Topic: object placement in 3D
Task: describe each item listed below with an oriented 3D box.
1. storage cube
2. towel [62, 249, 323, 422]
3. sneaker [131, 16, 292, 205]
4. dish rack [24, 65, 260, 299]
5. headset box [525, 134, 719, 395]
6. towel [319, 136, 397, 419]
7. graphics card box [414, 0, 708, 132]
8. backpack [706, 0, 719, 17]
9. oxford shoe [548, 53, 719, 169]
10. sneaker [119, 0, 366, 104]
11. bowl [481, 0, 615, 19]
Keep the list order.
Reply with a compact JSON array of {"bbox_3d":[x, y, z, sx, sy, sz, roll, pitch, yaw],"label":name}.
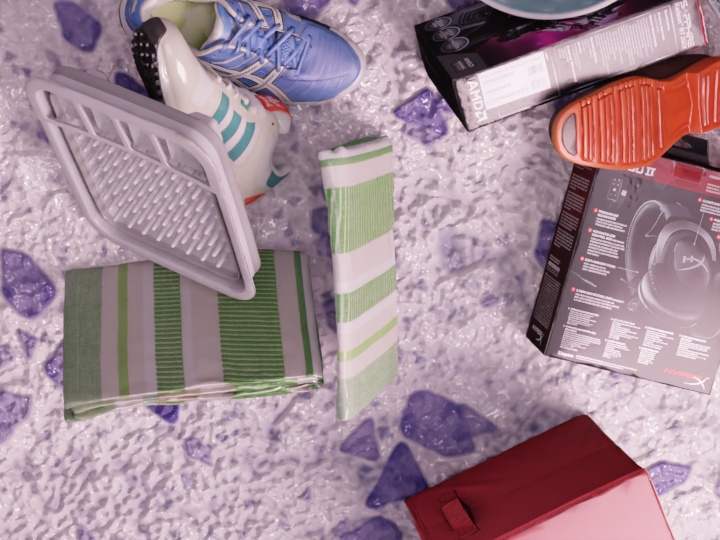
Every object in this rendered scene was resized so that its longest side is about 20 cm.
[{"bbox_3d":[0.160,0.250,1.210,0.179,0.171,0.201,-25,101,-3],"label":"storage cube"},{"bbox_3d":[-0.133,0.046,1.158,0.199,0.153,0.023,-7,137,-2],"label":"towel"},{"bbox_3d":[-0.107,-0.126,1.132,0.093,0.070,0.200,-27,139,-8],"label":"sneaker"},{"bbox_3d":[-0.152,-0.070,1.104,0.171,0.200,0.044,22,61,22],"label":"dish rack"},{"bbox_3d":[0.237,-0.015,1.219,0.148,0.077,0.201,13,98,-9],"label":"headset box"},{"bbox_3d":[0.000,0.000,1.156,0.023,0.153,0.201,0,99,15],"label":"towel"},{"bbox_3d":[0.152,-0.183,1.152,0.199,0.126,0.051,-21,122,-1],"label":"graphics card box"},{"bbox_3d":[0.263,-0.256,0.997,0.200,0.154,0.163,37,118,-5],"label":"backpack"},{"bbox_3d":[0.213,-0.127,1.164,0.199,0.072,0.072,-17,115,-34],"label":"oxford shoe"},{"bbox_3d":[-0.091,-0.174,1.152,0.199,0.077,0.076,12,97,-10],"label":"sneaker"},{"bbox_3d":[0.151,-0.298,1.125,0.200,0.105,0.202,5,107,17],"label":"bowl"}]
